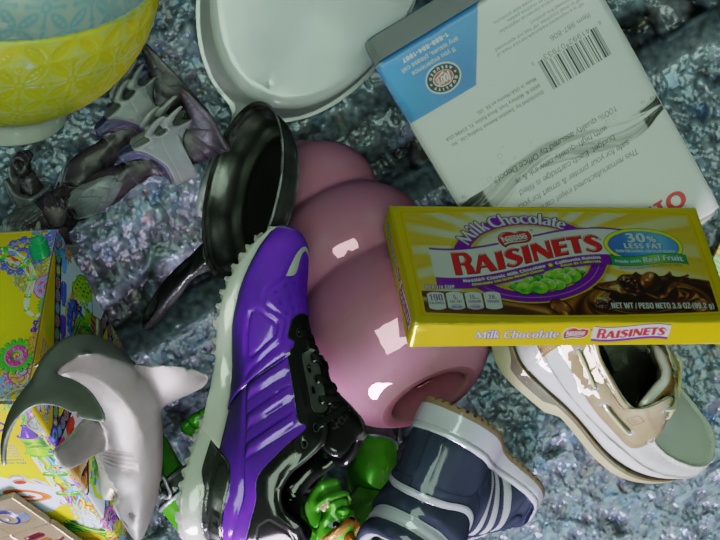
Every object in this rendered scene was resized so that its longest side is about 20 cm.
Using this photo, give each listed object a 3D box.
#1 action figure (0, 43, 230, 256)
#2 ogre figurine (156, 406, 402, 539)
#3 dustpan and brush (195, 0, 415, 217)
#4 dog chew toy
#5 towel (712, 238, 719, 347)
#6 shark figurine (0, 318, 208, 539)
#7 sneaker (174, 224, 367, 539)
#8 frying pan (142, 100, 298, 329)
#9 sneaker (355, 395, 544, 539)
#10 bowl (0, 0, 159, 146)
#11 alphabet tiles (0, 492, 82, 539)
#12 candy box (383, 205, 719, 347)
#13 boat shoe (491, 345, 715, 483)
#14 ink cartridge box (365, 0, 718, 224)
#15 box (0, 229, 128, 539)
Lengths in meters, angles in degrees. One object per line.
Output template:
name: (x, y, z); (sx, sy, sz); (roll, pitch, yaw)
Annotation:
action figure: (-0.184, -0.049, 1.539); (0.200, 0.130, 0.069); (-42, 126, 0)
ogre figurine: (-0.045, 0.141, 1.531); (0.098, 0.200, 0.120); (-34, 71, 30)
dustpan and brush: (-0.062, -0.126, 1.571); (0.139, 0.057, 0.200); (23, 88, -10)
dog chew toy: (0.000, 0.000, 1.534); (0.124, 0.125, 0.200); (-29, 65, 2)
towel: (0.291, -0.033, 1.597); (0.086, 0.018, 0.200); (27, 94, -8)
shark figurine: (-0.136, 0.068, 1.384); (0.089, 0.214, 0.128); (-4, 69, 11)
sneaker: (-0.040, 0.075, 1.444); (0.099, 0.070, 0.200); (9, 81, 18)
frying pan: (-0.083, -0.017, 1.531); (0.031, 0.115, 0.190); (12, 113, -26)
sneaker: (0.056, 0.157, 1.519); (0.070, 0.200, 0.109); (20, 77, 21)
bowl: (-0.224, -0.144, 1.512); (0.200, 0.200, 0.108); (3, 123, -1)
alphabet tiles: (-0.213, 0.210, 1.541); (0.167, 0.008, 0.200); (-20, 135, 33)
candy box: (0.119, 0.002, 1.463); (0.200, 0.102, 0.026); (0, 133, -12)
boat shoe: (0.171, 0.078, 1.534); (0.200, 0.068, 0.075); (32, 51, -38)
ink cartridge box: (0.115, -0.092, 1.537); (0.145, 0.084, 0.200); (-30, 107, 3)
box: (-0.258, 0.081, 1.479); (0.200, 0.193, 0.122); (-3, 56, 12)
